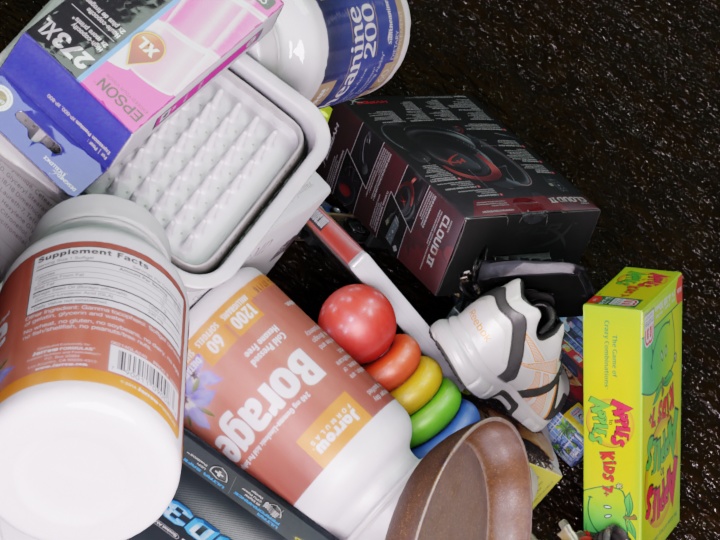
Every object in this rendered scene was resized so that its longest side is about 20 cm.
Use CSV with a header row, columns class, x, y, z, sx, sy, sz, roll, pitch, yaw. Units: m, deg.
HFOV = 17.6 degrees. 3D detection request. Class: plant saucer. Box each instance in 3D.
class,x,y,z,sx,sy,sz,roll,pitch,yaw
plant saucer,0.057,0.190,1.483,0.034,0.202,0.200,10,17,26

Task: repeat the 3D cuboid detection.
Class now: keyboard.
class,x,y,z,sx,sy,sz,roll,pitch,yaw
keyboard,0.118,0.003,1.696,0.200,0.103,0.040,54,34,-77

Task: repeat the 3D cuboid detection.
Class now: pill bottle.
class,x,y,z,sx,sy,sz,roll,pitch,yaw
pill bottle,-0.039,0.102,1.534,0.200,0.112,0.112,42,29,7
pill bottle,-0.054,-0.162,1.618,0.111,0.111,0.200,46,29,12
pill bottle,-0.154,0.050,1.316,0.112,0.112,0.201,27,32,-21

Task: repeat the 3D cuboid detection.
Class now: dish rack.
class,x,y,z,sx,sy,sz,roll,pitch,yaw
dish rack,-0.135,-0.085,1.472,0.199,0.044,0.172,36,55,1

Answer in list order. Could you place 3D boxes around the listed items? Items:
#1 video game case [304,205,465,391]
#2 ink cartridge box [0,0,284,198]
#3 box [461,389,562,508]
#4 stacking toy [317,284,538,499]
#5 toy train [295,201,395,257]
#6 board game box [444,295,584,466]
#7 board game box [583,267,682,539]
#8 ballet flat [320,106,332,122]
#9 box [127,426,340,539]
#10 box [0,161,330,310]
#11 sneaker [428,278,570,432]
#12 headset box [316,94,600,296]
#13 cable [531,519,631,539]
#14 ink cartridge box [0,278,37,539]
class,x,y,z,sx,sy,sz,roll,pitch,yaw
video game case,0.000,0.000,1.701,0.143,0.017,0.200,49,-2,-33
ink cartridge box,-0.144,-0.138,1.452,0.095,0.037,0.200,42,58,5
box,0.051,0.110,1.695,0.199,0.050,0.076,22,32,-28
stacking toy,0.037,0.094,1.603,0.201,0.085,0.086,55,25,-15
toy train,0.014,-0.035,1.874,0.199,0.034,0.046,1,42,-49
board game box,0.136,0.056,1.860,0.200,0.062,0.200,44,30,12
board game box,0.203,0.109,1.735,0.047,0.202,0.102,5,18,23
ballet flat,-0.097,-0.147,1.875,0.199,0.067,0.067,36,39,-9
box,-0.083,0.189,1.426,0.199,0.046,0.159,37,28,-6
box,-0.161,-0.053,1.590,0.200,0.131,0.199,43,29,7
sneaker,0.121,0.060,1.663,0.074,0.080,0.200,57,11,21
headset box,0.079,-0.057,1.831,0.148,0.075,0.200,-5,37,-40
cable,0.185,0.260,1.662,0.097,0.050,0.201,-10,65,-48
ink cartridge box,-0.204,0.081,1.415,0.116,0.068,0.200,38,29,-4
